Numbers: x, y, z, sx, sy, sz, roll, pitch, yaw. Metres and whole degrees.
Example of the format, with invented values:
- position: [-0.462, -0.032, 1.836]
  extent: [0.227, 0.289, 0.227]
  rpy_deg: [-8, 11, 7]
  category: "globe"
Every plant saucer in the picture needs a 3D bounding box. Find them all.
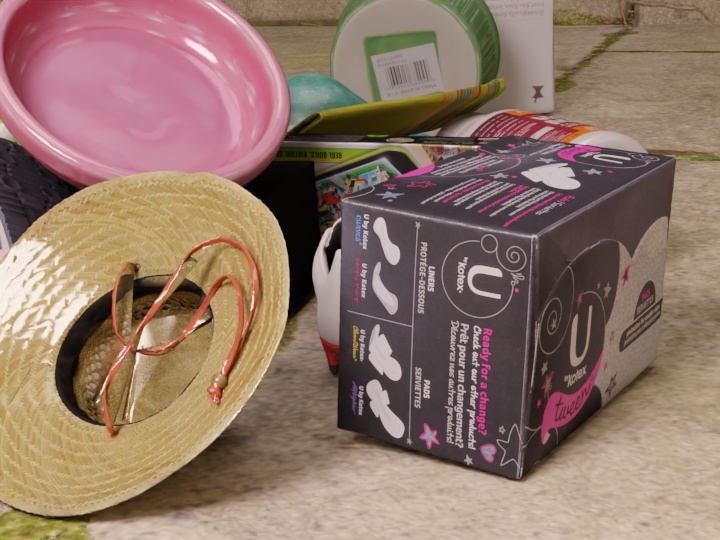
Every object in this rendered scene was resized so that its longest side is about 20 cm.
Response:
- position: [-0.146, -0.114, 0.891]
  extent: [0.199, 0.051, 0.202]
  rpy_deg: [14, 47, -15]
  category: "plant saucer"

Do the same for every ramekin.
- position: [0.059, -0.243, 1.587]
  extent: [0.198, 0.202, 0.098]
  rpy_deg: [1, 23, 11]
  category: "ramekin"

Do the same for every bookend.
- position: [-0.148, -0.009, 0.937]
  extent: [0.197, 0.093, 0.200]
  rpy_deg: [0, 17, 14]
  category: "bookend"

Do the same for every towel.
- position: [0.022, -0.125, 1.102]
  extent: [0.199, 0.018, 0.086]
  rpy_deg: [-15, -10, -38]
  category: "towel"

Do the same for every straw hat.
- position: [-0.107, 0.049, 0.715]
  extent: [0.200, 0.203, 0.085]
  rpy_deg: [7, -23, 31]
  category: "straw hat"

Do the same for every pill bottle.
- position: [0.136, -0.068, 1.081]
  extent: [0.109, 0.111, 0.200]
  rpy_deg: [-9, 17, -24]
  category: "pill bottle"

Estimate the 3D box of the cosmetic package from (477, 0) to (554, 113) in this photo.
- position: [0.153, -0.299, 1.822]
  extent: [0.163, 0.167, 0.200]
  rpy_deg: [-5, 16, -9]
  category: "cosmetic package"

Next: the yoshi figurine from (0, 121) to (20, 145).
- position: [-0.197, -0.131, 0.995]
  extent: [0.112, 0.112, 0.201]
  rpy_deg: [-27, 26, 57]
  category: "yoshi figurine"

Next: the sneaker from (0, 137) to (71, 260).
- position: [-0.216, -0.004, 0.837]
  extent: [0.070, 0.082, 0.201]
  rpy_deg: [25, 25, -33]
  category: "sneaker"

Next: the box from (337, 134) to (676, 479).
- position: [0.086, 0.011, 0.757]
  extent: [0.114, 0.133, 0.200]
  rpy_deg: [12, 20, 31]
  category: "box"

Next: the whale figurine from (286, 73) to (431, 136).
- position: [-0.014, -0.132, 1.325]
  extent: [0.198, 0.105, 0.159]
  rpy_deg: [2, -13, -28]
  category: "whale figurine"

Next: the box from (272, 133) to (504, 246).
- position: [0.010, -0.043, 1.008]
  extent: [0.198, 0.111, 0.035]
  rpy_deg: [3, 16, 18]
  category: "box"

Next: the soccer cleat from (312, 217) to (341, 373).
- position: [0.000, 0.000, 0.895]
  extent: [0.068, 0.086, 0.200]
  rpy_deg: [-2, 15, 2]
  category: "soccer cleat"
